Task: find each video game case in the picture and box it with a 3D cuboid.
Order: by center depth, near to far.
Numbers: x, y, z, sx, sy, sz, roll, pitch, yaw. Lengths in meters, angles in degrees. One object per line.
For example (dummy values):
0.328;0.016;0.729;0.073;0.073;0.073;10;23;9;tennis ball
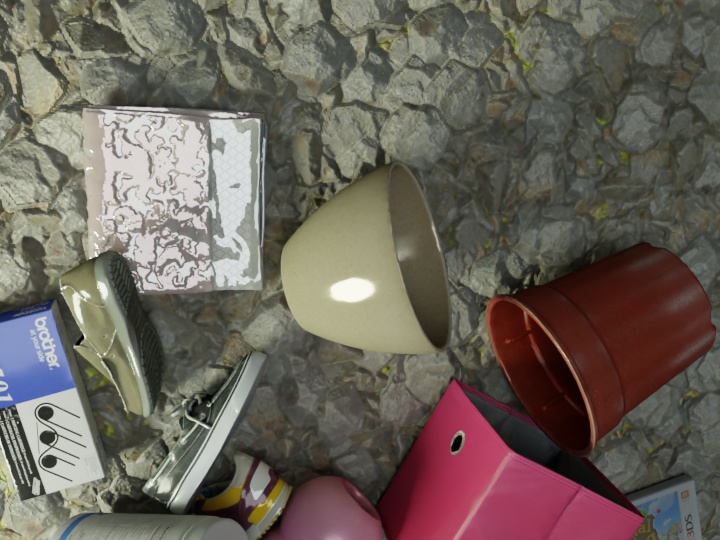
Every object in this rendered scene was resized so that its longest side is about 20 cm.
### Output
0.376;0.391;1.097;0.198;0.022;0.184;-17;106;-7;video game case

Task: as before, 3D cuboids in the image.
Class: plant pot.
0.280;0.076;0.919;0.194;0.201;0.202;-26;108;-13;plant pot

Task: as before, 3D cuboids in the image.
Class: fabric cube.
0.160;0.282;0.934;0.199;0.196;0.200;29;98;-18;fabric cube

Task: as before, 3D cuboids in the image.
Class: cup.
0.000;0.000;0.848;0.142;0.201;0.202;-13;108;18;cup

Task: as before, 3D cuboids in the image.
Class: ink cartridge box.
-0.348;0.140;0.868;0.093;0.044;0.202;-15;106;-10;ink cartridge box

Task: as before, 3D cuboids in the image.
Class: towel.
-0.195;-0.071;0.856;0.189;0.032;0.202;-1;103;-12;towel

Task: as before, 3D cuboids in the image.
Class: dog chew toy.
-0.068;0.338;0.933;0.200;0.125;0.125;-46;108;1;dog chew toy

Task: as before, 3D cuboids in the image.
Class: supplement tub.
-0.229;0.327;0.855;0.198;0.132;0.133;-5;107;22;supplement tub

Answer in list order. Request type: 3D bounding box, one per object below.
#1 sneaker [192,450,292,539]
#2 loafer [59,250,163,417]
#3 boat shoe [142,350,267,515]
-0.170;0.303;0.940;0.090;0.075;0.200;39;93;-1;sneaker
-0.261;0.071;0.850;0.069;0.075;0.202;-7;119;4;loafer
-0.176;0.171;0.900;0.068;0.074;0.201;30;92;2;boat shoe
